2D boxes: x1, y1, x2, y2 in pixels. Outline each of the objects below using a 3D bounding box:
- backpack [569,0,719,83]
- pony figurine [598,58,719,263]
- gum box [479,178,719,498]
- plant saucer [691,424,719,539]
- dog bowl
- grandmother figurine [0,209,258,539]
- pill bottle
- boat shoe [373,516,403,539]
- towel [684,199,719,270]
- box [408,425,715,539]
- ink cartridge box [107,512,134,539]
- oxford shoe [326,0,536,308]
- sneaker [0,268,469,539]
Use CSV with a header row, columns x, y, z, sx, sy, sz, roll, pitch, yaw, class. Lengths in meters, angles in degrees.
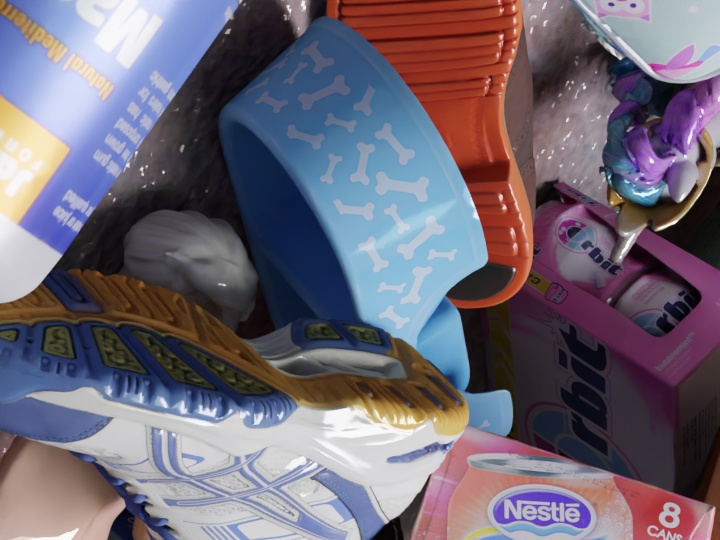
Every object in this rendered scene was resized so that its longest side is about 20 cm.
x,y,z,sx,sy,sz,roll,pitch,yaw,class
0.098,-0.173,0.711,0.176,0.154,0.200,-35,122,26,backpack
0.178,-0.102,0.951,0.193,0.166,0.200,-61,167,28,pony figurine
0.121,0.061,1.027,0.066,0.113,0.200,-41,145,-25,gum box
0.143,0.133,0.915,0.200,0.037,0.201,19,90,-83,plant saucer
0.000,0.000,0.820,0.050,0.112,0.200,-31,142,-14,dog bowl
-0.097,0.061,0.755,0.200,0.060,0.121,-60,149,-24,grandmother figurine
-0.108,-0.062,0.607,0.200,0.112,0.112,-56,148,-3,pill bottle
-0.019,0.137,0.895,0.072,0.060,0.201,63,27,-7,boat shoe
0.220,-0.052,1.070,0.200,0.022,0.147,-54,-169,-6,towel
0.058,0.145,0.838,0.200,0.102,0.095,97,12,-66,box
-0.136,0.156,0.833,0.200,0.042,0.120,-6,123,-54,ink cartridge box
0.031,-0.084,0.843,0.073,0.071,0.200,-73,161,-51,oxford shoe
-0.054,0.059,0.704,0.200,0.075,0.088,14,115,-40,sneaker
